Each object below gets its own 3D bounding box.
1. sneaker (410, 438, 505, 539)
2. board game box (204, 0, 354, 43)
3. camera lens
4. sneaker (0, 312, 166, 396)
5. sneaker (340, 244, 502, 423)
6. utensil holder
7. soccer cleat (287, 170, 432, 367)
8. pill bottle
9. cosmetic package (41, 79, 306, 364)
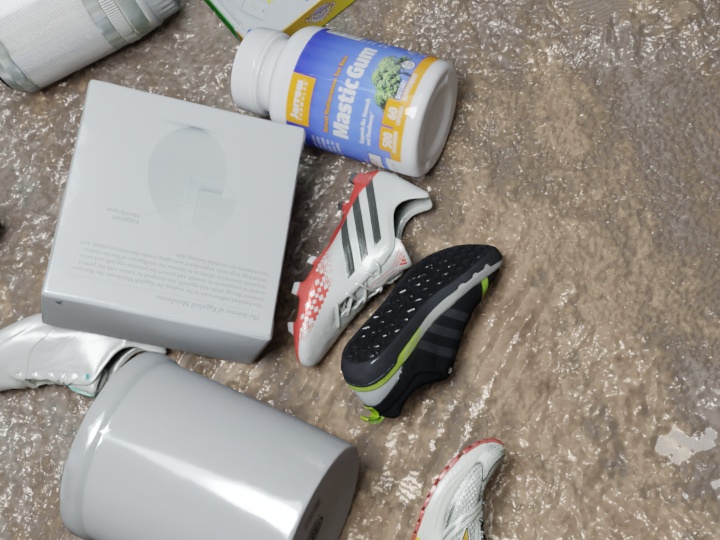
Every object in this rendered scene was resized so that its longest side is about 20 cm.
[{"bbox_3d":[0.083,0.237,1.034,0.082,0.078,0.201,19,85,14],"label":"sneaker"},{"bbox_3d":[-0.068,-0.324,1.279,0.200,0.040,0.153,-38,67,-3],"label":"board game box"},{"bbox_3d":[-0.304,-0.286,1.254,0.199,0.160,0.161,-26,67,3],"label":"camera lens"},{"bbox_3d":[-0.278,0.085,1.166,0.199,0.075,0.089,-24,73,1],"label":"sneaker"},{"bbox_3d":[0.059,0.056,1.110,0.200,0.083,0.072,-42,31,-24],"label":"sneaker"},{"bbox_3d":[-0.122,0.183,1.046,0.199,0.170,0.171,21,76,16],"label":"utensil holder"},{"bbox_3d":[0.000,0.000,1.136,0.085,0.069,0.201,17,71,22],"label":"soccer cleat"},{"bbox_3d":[-0.018,-0.167,1.174,0.199,0.112,0.113,18,75,17],"label":"pill bottle"},{"bbox_3d":[-0.169,-0.038,1.121,0.198,0.123,0.201,12,71,-11],"label":"cosmetic package"}]
